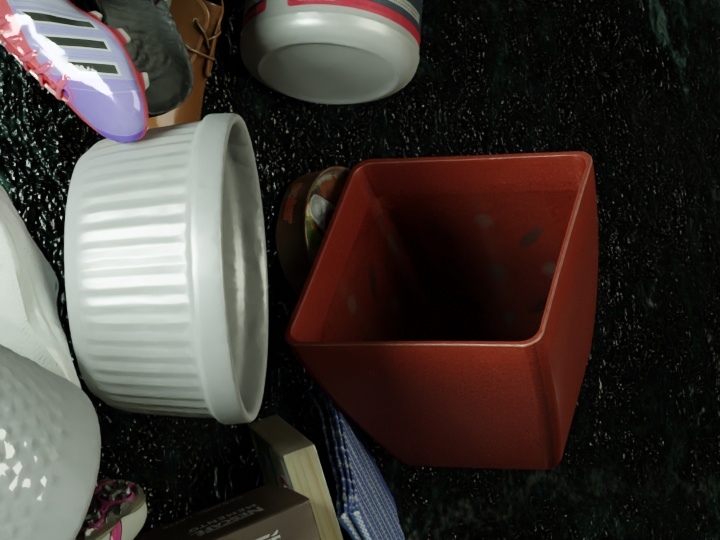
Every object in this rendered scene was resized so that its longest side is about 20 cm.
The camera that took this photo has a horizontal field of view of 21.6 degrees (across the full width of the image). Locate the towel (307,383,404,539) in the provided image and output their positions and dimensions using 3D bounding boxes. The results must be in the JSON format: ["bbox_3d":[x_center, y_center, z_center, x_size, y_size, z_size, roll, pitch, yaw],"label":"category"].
[{"bbox_3d":[0.005,0.183,1.420,0.200,0.024,0.146,-104,169,-63],"label":"towel"}]

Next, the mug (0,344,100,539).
[{"bbox_3d":[-0.269,0.118,1.041,0.175,0.147,0.201,32,87,-38],"label":"mug"}]

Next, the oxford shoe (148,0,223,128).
[{"bbox_3d":[-0.130,-0.159,1.349,0.071,0.071,0.202,5,79,-56],"label":"oxford shoe"}]

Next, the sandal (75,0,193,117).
[{"bbox_3d":[-0.163,-0.200,1.242,0.075,0.048,0.202,-29,95,-21],"label":"sandal"}]

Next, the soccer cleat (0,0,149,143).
[{"bbox_3d":[-0.208,-0.154,1.192,0.076,0.067,0.201,-26,74,-37],"label":"soccer cleat"}]

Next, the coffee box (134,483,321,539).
[{"bbox_3d":[-0.070,0.262,1.287,0.113,0.080,0.202,-20,100,-21],"label":"coffee box"}]

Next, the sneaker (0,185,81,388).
[{"bbox_3d":[-0.211,0.039,1.197,0.089,0.074,0.202,-62,140,-73],"label":"sneaker"}]

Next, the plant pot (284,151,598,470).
[{"bbox_3d":[0.083,0.044,1.448,0.201,0.198,0.177,-68,148,-41],"label":"plant pot"}]

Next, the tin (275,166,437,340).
[{"bbox_3d":[0.000,0.000,1.526,0.200,0.042,0.113,46,44,-41],"label":"tin"}]

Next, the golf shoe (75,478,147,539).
[{"bbox_3d":[-0.199,0.208,1.167,0.200,0.072,0.093,-43,124,-39],"label":"golf shoe"}]

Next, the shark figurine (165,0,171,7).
[{"bbox_3d":[-0.166,-0.238,1.317,0.127,0.089,0.216,-22,93,-21],"label":"shark figurine"}]

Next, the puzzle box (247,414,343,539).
[{"bbox_3d":[-0.032,0.210,1.366,0.025,0.133,0.202,-18,99,-12],"label":"puzzle box"}]

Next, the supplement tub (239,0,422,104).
[{"bbox_3d":[-0.018,-0.244,1.467,0.140,0.139,0.202,27,61,-49],"label":"supplement tub"}]

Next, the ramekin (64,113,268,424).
[{"bbox_3d":[-0.124,0.001,1.232,0.200,0.104,0.203,-3,90,-85],"label":"ramekin"}]
